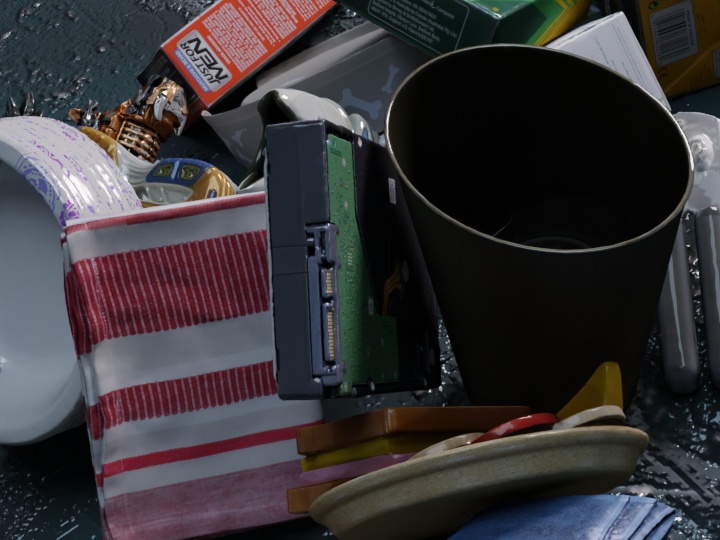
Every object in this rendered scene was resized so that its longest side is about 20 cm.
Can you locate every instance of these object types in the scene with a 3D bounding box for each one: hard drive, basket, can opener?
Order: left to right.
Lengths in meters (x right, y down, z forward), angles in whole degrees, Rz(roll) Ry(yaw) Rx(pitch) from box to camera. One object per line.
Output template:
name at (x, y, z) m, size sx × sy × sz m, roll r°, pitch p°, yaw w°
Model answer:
hard drive at (0.000, 0.000, 0.765) m, size 0.038 × 0.200 × 0.141 m, roll -5°, pitch 86°, yaw 17°
basket at (0.105, -0.002, 0.782) m, size 0.136 × 0.201 × 0.180 m, roll -39°, pitch 52°, yaw -21°
can opener at (0.213, -0.011, 0.869) m, size 0.053 × 0.067 × 0.201 m, roll -6°, pitch 61°, yaw 15°

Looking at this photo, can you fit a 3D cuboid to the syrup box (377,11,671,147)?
syrup box at (0.102, -0.096, 0.942) m, size 0.199 × 0.082 × 0.079 m, roll -29°, pitch 8°, yaw -6°

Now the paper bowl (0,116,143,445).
paper bowl at (-0.209, 0.002, 0.872) m, size 0.200 × 0.202 × 0.104 m, roll 14°, pitch 19°, yaw 30°

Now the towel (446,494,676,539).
towel at (0.064, 0.151, 0.613) m, size 0.111 × 0.049 × 0.200 m, roll -7°, pitch 10°, yaw 30°

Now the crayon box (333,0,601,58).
crayon box at (0.085, -0.208, 0.953) m, size 0.125 × 0.052 × 0.200 m, roll 33°, pitch 37°, yaw 19°

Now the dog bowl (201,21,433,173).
dog bowl at (-0.016, -0.132, 0.995) m, size 0.199 × 0.059 × 0.200 m, roll -25°, pitch 14°, yaw 6°

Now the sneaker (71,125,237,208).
sneaker at (-0.152, -0.043, 0.952) m, size 0.199 × 0.088 × 0.076 m, roll 19°, pitch 80°, yaw 33°

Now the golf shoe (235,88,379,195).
golf shoe at (-0.054, -0.017, 0.850) m, size 0.078 × 0.097 × 0.201 m, roll -1°, pitch 73°, yaw 36°

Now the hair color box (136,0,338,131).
hair color box at (-0.080, -0.203, 1.100) m, size 0.200 × 0.064 × 0.111 m, roll -41°, pitch 9°, yaw -18°

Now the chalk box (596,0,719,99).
chalk box at (0.236, -0.246, 1.015) m, size 0.123 × 0.125 × 0.201 m, roll -17°, pitch 47°, yaw 4°

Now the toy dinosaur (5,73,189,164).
toy dinosaur at (-0.215, -0.069, 1.035) m, size 0.200 × 0.102 × 0.136 m, roll -40°, pitch 47°, yaw -17°

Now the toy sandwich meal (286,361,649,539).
toy sandwich meal at (0.056, 0.096, 0.736) m, size 0.204 × 0.205 × 0.071 m, roll -14°, pitch 71°, yaw 7°

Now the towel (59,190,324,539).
towel at (-0.092, 0.060, 0.797) m, size 0.143 × 0.202 × 0.023 m, roll -10°, pitch 10°, yaw -19°
